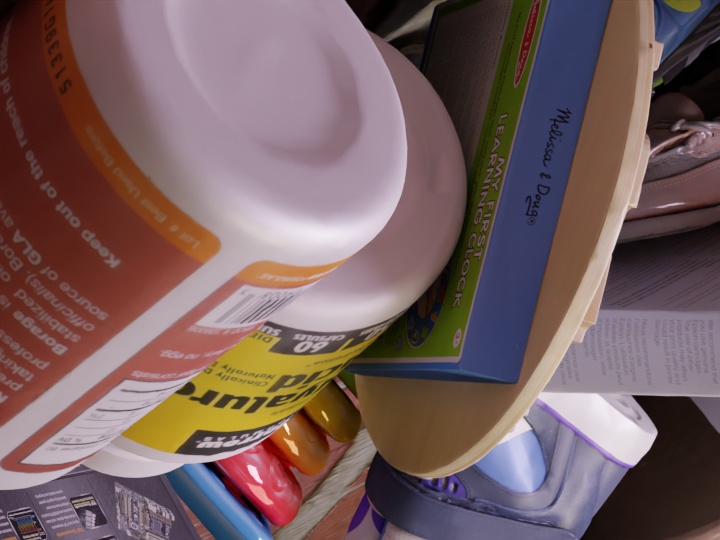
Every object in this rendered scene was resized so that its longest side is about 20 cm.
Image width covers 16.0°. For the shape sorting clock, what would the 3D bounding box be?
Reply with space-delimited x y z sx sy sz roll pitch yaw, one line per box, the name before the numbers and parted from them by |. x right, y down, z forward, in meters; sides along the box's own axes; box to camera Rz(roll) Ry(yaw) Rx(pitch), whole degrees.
shape sorting clock | 0.046 -0.028 0.863 0.039 0.201 0.200 17 152 -16

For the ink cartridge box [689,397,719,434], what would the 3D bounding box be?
ink cartridge box | 0.223 -0.006 1.178 0.200 0.117 0.067 -46 123 6

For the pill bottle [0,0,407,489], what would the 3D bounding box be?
pill bottle | -0.090 -0.008 0.731 0.200 0.112 0.112 -36 168 35

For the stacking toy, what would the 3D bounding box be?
stacking toy | -0.018 0.036 1.236 0.200 0.110 0.116 -41 -174 -1

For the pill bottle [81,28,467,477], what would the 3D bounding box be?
pill bottle | -0.051 0.001 0.886 0.111 0.112 0.200 -24 169 -31

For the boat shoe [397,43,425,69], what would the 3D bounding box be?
boat shoe | -0.029 -0.010 0.998 0.200 0.074 0.074 -34 169 22

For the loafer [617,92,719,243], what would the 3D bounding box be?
loafer | 0.142 -0.051 1.077 0.199 0.063 0.072 -12 -176 -29

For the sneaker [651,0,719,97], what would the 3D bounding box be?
sneaker | 0.105 -0.092 0.986 0.083 0.071 0.200 -11 156 -45

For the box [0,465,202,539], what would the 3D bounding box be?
box | -0.135 0.111 1.054 0.048 0.159 0.200 -33 170 18

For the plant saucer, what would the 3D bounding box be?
plant saucer | 0.171 0.075 1.264 0.199 0.030 0.200 -28 -152 16

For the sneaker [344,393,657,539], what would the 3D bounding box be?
sneaker | 0.023 0.071 1.173 0.147 0.200 0.081 -47 -159 14

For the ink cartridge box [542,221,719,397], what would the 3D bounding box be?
ink cartridge box | 0.149 0.010 1.043 0.199 0.041 0.199 -1 -168 32

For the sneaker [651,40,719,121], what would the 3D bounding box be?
sneaker | 0.155 -0.102 1.133 0.199 0.074 0.080 -22 143 -22
